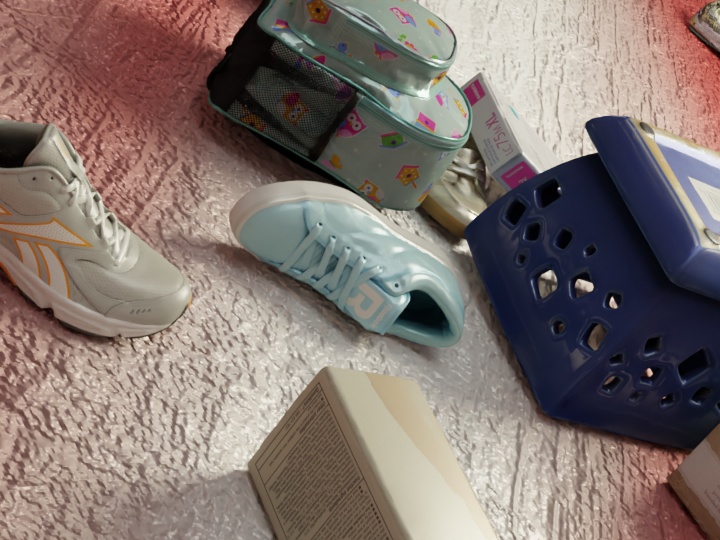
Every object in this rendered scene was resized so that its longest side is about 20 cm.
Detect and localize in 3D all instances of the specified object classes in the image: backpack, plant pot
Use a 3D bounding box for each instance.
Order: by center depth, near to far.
[{"bbox_3d":[-0.001,-0.149,1.255,0.200,0.153,0.176,39,22,-11],"label":"backpack"},{"bbox_3d":[0.231,0.002,1.255,0.199,0.180,0.201,16,38,-38],"label":"plant pot"}]

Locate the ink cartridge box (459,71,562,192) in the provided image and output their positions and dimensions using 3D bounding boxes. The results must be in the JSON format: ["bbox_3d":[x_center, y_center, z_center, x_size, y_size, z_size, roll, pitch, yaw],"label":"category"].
[{"bbox_3d":[0.165,-0.079,1.417,0.200,0.042,0.120,39,22,-40],"label":"ink cartridge box"}]

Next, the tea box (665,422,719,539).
[{"bbox_3d":[0.382,0.191,1.214,0.196,0.134,0.201,5,42,-47],"label":"tea box"}]

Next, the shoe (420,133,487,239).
[{"bbox_3d":[0.071,-0.106,1.371,0.069,0.053,0.201,19,33,-31],"label":"shoe"}]

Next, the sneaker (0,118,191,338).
[{"bbox_3d":[-0.180,-0.034,0.931,0.199,0.092,0.076,29,30,-18],"label":"sneaker"}]

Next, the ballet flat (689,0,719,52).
[{"bbox_3d":[0.555,-0.311,2.229,0.201,0.072,0.072,48,30,17],"label":"ballet flat"}]

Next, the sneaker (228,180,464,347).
[{"bbox_3d":[0.000,0.000,1.112,0.199,0.074,0.082,19,30,-30],"label":"sneaker"}]

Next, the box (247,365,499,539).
[{"bbox_3d":[0.019,0.161,0.878,0.077,0.095,0.201,12,39,-40],"label":"box"}]
